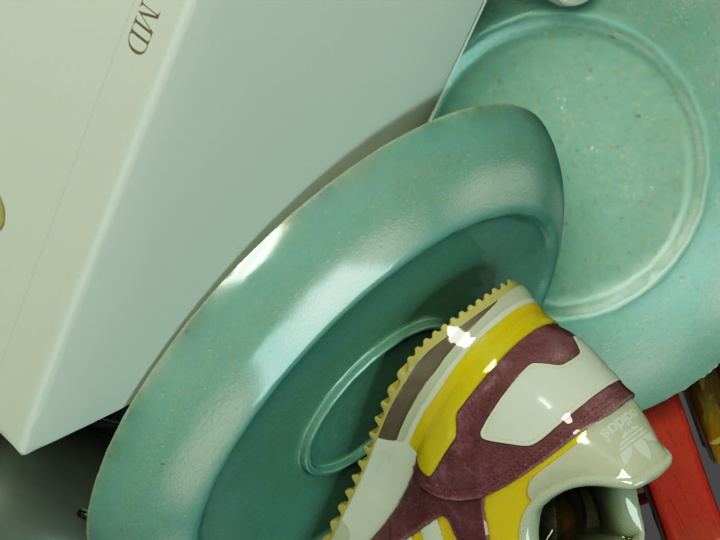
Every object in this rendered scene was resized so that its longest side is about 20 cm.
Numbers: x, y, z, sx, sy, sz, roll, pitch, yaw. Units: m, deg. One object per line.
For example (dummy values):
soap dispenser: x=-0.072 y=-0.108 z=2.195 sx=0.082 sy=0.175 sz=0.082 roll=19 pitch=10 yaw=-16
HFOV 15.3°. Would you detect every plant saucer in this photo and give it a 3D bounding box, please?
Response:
plant saucer: x=-0.002 y=0.034 z=0.852 sx=0.200 sy=0.027 sz=0.201 roll=-39 pitch=157 yaw=-20
plant saucer: x=0.068 y=-0.038 z=0.951 sx=0.201 sy=0.201 sz=0.039 roll=-50 pitch=-173 yaw=4

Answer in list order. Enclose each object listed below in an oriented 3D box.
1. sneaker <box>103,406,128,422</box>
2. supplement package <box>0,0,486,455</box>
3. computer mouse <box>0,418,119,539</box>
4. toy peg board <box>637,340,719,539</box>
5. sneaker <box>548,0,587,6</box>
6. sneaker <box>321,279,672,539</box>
sneaker: x=-0.120 y=0.099 z=0.960 sx=0.200 sy=0.087 sz=0.076 roll=-47 pitch=159 yaw=-6
supplement package: x=-0.052 y=-0.075 z=0.763 sx=0.155 sy=0.111 sz=0.201 roll=-26 pitch=149 yaw=-47
computer mouse: x=-0.073 y=0.065 z=0.921 sx=0.046 sy=0.199 sz=0.141 roll=-8 pitch=-123 yaw=60
toy peg board: x=0.134 y=0.059 z=1.088 sx=0.198 sy=0.098 sz=0.200 roll=-20 pitch=-176 yaw=-1
sneaker: x=0.073 y=-0.174 z=0.860 sx=0.075 sy=0.100 sz=0.201 roll=-30 pitch=151 yaw=-36
sneaker: x=0.042 y=0.096 z=0.882 sx=0.075 sy=0.090 sz=0.201 roll=-33 pitch=154 yaw=-30
